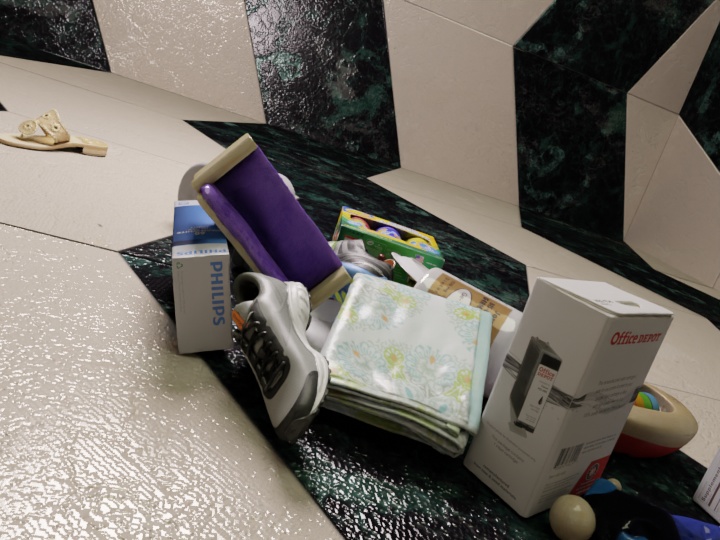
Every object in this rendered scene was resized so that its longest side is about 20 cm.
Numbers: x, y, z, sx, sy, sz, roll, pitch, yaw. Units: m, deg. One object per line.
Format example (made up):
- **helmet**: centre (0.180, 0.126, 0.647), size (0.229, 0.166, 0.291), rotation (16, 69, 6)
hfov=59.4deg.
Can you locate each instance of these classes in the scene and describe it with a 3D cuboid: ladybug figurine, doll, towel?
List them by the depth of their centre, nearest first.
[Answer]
- **doll**: centre (0.260, 0.237, 0.560), size (0.196, 0.049, 0.137), rotation (18, 15, -9)
- **towel**: centre (0.048, 0.086, 0.661), size (0.168, 0.049, 0.201), rotation (20, 37, 5)
- **ladybug figurine**: centre (0.326, 0.180, 0.783), size (0.196, 0.073, 0.136), rotation (15, 17, -16)

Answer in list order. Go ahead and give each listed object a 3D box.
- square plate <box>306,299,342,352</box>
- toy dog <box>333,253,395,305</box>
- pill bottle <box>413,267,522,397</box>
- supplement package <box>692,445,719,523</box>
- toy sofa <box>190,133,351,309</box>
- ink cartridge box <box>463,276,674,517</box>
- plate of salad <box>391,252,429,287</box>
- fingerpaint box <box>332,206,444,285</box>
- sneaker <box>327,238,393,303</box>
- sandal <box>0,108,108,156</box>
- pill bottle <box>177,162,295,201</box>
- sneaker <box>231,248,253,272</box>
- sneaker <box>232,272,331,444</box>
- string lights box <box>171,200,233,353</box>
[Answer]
- **square plate**: centre (-0.046, 0.079, 0.752), size (0.194, 0.029, 0.200), rotation (15, 16, -15)
- **toy dog**: centre (0.000, 0.000, 0.941), size (0.130, 0.098, 0.199), rotation (7, 20, -38)
- **pill bottle**: centre (0.151, 0.090, 0.788), size (0.197, 0.117, 0.114), rotation (29, 18, 20)
- **supplement package**: centre (0.467, 0.255, 0.635), size (0.111, 0.112, 0.200), rotation (12, 17, -24)
- **toy sofa**: centre (-0.095, -0.043, 0.701), size (0.201, 0.082, 0.098), rotation (55, -1, -25)
- **ink cartridge box**: centre (0.201, 0.115, 0.609), size (0.145, 0.204, 0.082), rotation (4, 20, -44)
- **plate of salad**: centre (0.120, 0.043, 1.018), size (0.199, 0.048, 0.200), rotation (40, 8, -7)
- **fingerpaint box**: centre (0.047, -0.043, 1.183), size (0.196, 0.075, 0.167), rotation (18, 16, -5)
- **sneaker**: centre (-0.031, -0.007, 0.851), size (0.082, 0.073, 0.198), rotation (-19, 27, -35)
- **sandal**: centre (-0.569, -0.266, 1.183), size (0.077, 0.071, 0.210), rotation (29, 18, 31)
- **pill bottle**: centre (-0.201, -0.120, 1.066), size (0.113, 0.117, 0.199), rotation (26, 16, 22)
- **sneaker**: centre (-0.121, -0.032, 0.973), size (0.078, 0.077, 0.200), rotation (29, 26, 10)
- **sneaker**: centre (-0.082, 0.074, 0.581), size (0.078, 0.074, 0.201), rotation (25, 23, -31)
- **string lights box**: centre (-0.177, -0.002, 0.705), size (0.057, 0.105, 0.200), rotation (-3, 22, -14)
